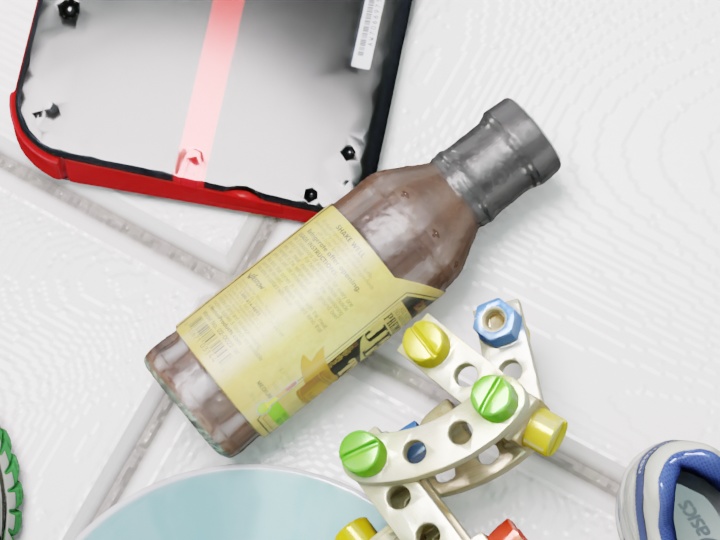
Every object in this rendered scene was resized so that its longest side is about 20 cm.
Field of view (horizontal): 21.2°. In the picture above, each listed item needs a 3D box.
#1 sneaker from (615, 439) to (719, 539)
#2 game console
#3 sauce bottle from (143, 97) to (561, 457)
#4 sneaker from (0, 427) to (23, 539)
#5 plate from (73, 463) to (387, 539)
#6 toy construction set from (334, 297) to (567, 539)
[{"bbox_3d":[0.170,0.156,0.780,0.075,0.088,0.200,-37,77,-5],"label":"sneaker"},{"bbox_3d":[-0.064,-0.129,0.909,0.177,0.031,0.200,11,78,4],"label":"game console"},{"bbox_3d":[0.000,0.000,0.848,0.200,0.065,0.065,-38,75,-2],"label":"sauce bottle"},{"bbox_3d":[-0.190,0.131,0.828,0.078,0.085,0.200,-8,75,4],"label":"sneaker"},{"bbox_3d":[-0.046,0.178,0.811,0.200,0.026,0.201,2,62,-4],"label":"plate"},{"bbox_3d":[0.063,0.112,0.777,0.131,0.092,0.200,-40,51,2],"label":"toy construction set"}]
